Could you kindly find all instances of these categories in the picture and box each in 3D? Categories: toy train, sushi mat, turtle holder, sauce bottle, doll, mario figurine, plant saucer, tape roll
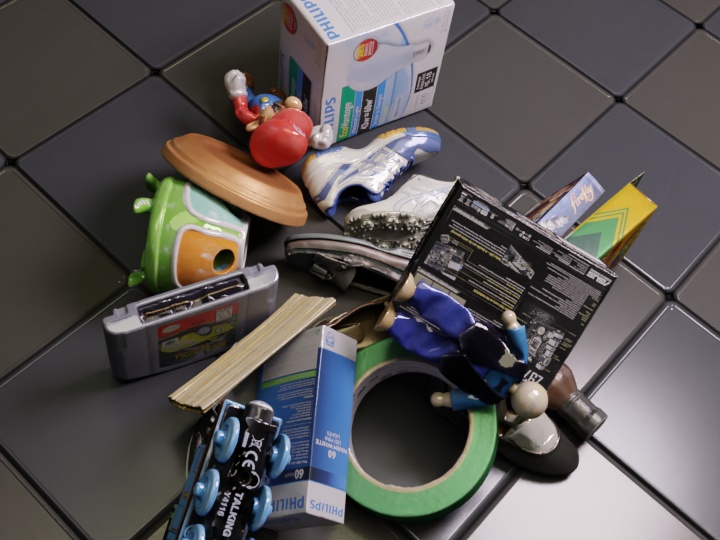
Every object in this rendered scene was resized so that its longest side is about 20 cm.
[{"bbox_3d":[-0.139,0.229,0.993,0.086,0.114,0.202,23,74,-23],"label":"toy train"},{"bbox_3d":[-0.119,0.087,1.074,0.200,0.095,0.012,-39,112,-28],"label":"sushi mat"},{"bbox_3d":[-0.202,-0.040,1.195,0.130,0.186,0.143,7,89,-4],"label":"turtle holder"},{"bbox_3d":[0.211,0.119,1.183,0.065,0.065,0.200,-35,66,-27],"label":"sauce bottle"},{"bbox_3d":[0.112,0.092,1.042,0.199,0.137,0.048,34,18,-1],"label":"doll"},{"bbox_3d":[-0.107,-0.212,1.290,0.122,0.107,0.200,-14,33,-14],"label":"mario figurine"},{"bbox_3d":[-0.150,-0.118,1.223,0.199,0.200,0.038,32,102,12],"label":"plant saucer"},{"bbox_3d":[0.054,0.175,1.092,0.198,0.048,0.202,-3,68,8],"label":"tape roll"}]

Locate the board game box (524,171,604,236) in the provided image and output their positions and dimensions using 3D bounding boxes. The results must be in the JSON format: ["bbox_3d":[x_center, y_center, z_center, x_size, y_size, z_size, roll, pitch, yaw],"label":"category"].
[{"bbox_3d":[0.207,-0.036,1.242,0.200,0.135,0.035,-42,93,-30],"label":"board game box"}]

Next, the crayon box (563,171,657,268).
[{"bbox_3d":[0.301,-0.028,1.257,0.200,0.127,0.051,-38,70,-27],"label":"crayon box"}]

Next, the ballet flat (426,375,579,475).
[{"bbox_3d":[0.167,0.174,1.137,0.199,0.069,0.068,25,56,8],"label":"ballet flat"}]

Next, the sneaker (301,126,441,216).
[{"bbox_3d":[0.024,-0.129,1.323,0.198,0.075,0.089,-19,69,-10],"label":"sneaker"}]

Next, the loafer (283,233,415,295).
[{"bbox_3d":[0.000,0.000,1.230,0.198,0.072,0.064,9,68,-8],"label":"loafer"}]

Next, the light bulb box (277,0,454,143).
[{"bbox_3d":[0.001,-0.303,1.351,0.199,0.199,0.125,-24,61,-21],"label":"light bulb box"}]

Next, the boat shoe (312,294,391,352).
[{"bbox_3d":[0.038,0.064,1.171,0.201,0.075,0.075,-21,82,-11],"label":"boat shoe"}]

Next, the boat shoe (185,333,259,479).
[{"bbox_3d":[-0.148,0.163,1.100,0.075,0.061,0.201,11,55,-1],"label":"boat shoe"}]

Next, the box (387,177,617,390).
[{"bbox_3d":[0.154,0.018,1.094,0.199,0.086,0.165,29,100,-2],"label":"box"}]

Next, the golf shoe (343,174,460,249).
[{"bbox_3d":[0.064,-0.081,1.292,0.198,0.079,0.098,-3,55,-22],"label":"golf shoe"}]

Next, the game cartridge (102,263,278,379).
[{"bbox_3d":[-0.190,0.062,1.117,0.198,0.133,0.041,-18,68,-18],"label":"game cartridge"}]

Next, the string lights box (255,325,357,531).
[{"bbox_3d":[-0.065,0.171,1.059,0.059,0.102,0.202,27,57,-40],"label":"string lights box"}]
